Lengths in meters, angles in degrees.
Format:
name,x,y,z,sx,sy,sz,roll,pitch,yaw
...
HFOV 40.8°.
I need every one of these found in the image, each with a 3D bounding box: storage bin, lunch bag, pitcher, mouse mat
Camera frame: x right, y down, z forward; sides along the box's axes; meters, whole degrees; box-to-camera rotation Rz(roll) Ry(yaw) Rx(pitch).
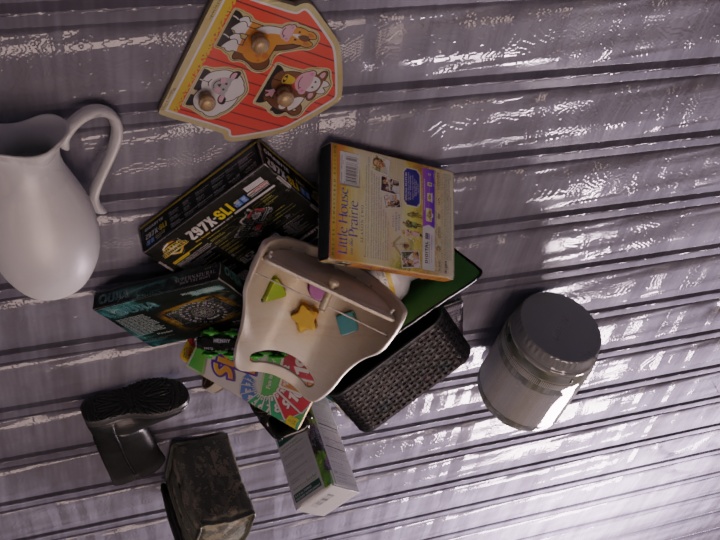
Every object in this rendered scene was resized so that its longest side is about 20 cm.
name,x,y,z,sx,sy,sz,roll,pitch,yaw
storage bin,0.041,0.115,1.384,0.199,0.136,0.094,-37,125,5
lunch bag,-0.265,0.401,1.630,0.116,0.165,0.202,-7,140,-27
pitcher,-0.332,-0.078,1.069,0.170,0.121,0.202,-22,134,-25
mouse mat,0.063,0.034,1.338,0.198,0.161,0.008,-33,113,-4

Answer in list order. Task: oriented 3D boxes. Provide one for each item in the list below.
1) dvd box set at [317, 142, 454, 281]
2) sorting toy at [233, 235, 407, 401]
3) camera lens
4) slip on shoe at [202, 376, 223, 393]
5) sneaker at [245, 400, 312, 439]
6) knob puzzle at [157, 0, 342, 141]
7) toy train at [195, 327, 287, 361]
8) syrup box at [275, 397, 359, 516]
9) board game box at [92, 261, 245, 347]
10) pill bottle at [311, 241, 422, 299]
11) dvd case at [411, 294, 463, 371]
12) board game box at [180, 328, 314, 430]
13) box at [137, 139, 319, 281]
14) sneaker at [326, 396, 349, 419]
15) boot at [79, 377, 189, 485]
name,x,y,z,sx,sy,sz,roll,pitch,yaw
dvd box set,0.036,-0.070,1.227,0.197,0.149,0.029,8,166,-34
sorting toy,-0.071,0.070,1.218,0.198,0.107,0.182,25,105,-12
camera lens,0.293,0.155,1.607,0.157,0.162,0.202,-3,139,-23
slip on shoe,-0.156,0.114,1.409,0.060,0.076,0.200,30,113,-29
sneaker,-0.112,0.193,1.450,0.076,0.115,0.199,-32,173,11
knob puzzle,-0.101,-0.213,1.075,0.216,0.031,0.221,-14,142,-11
toy train,-0.121,0.098,1.296,0.196,0.043,0.056,3,-176,-4
syrup box,-0.080,0.277,1.539,0.078,0.202,0.081,-36,144,19
board game box,-0.232,0.048,1.272,0.197,0.029,0.135,-13,149,22
pill bottle,0.000,0.000,1.315,0.197,0.113,0.113,-19,143,-3
dvd case,0.094,0.124,1.541,0.146,0.016,0.201,-19,143,-8
board game box,-0.150,0.129,1.342,0.097,0.198,0.030,-62,174,5
box,-0.153,-0.057,1.223,0.199,0.050,0.159,-34,139,17
sneaker,-0.009,0.214,1.586,0.070,0.094,0.200,-30,142,12
boot,-0.331,0.255,1.500,0.162,0.066,0.202,-7,138,-4
